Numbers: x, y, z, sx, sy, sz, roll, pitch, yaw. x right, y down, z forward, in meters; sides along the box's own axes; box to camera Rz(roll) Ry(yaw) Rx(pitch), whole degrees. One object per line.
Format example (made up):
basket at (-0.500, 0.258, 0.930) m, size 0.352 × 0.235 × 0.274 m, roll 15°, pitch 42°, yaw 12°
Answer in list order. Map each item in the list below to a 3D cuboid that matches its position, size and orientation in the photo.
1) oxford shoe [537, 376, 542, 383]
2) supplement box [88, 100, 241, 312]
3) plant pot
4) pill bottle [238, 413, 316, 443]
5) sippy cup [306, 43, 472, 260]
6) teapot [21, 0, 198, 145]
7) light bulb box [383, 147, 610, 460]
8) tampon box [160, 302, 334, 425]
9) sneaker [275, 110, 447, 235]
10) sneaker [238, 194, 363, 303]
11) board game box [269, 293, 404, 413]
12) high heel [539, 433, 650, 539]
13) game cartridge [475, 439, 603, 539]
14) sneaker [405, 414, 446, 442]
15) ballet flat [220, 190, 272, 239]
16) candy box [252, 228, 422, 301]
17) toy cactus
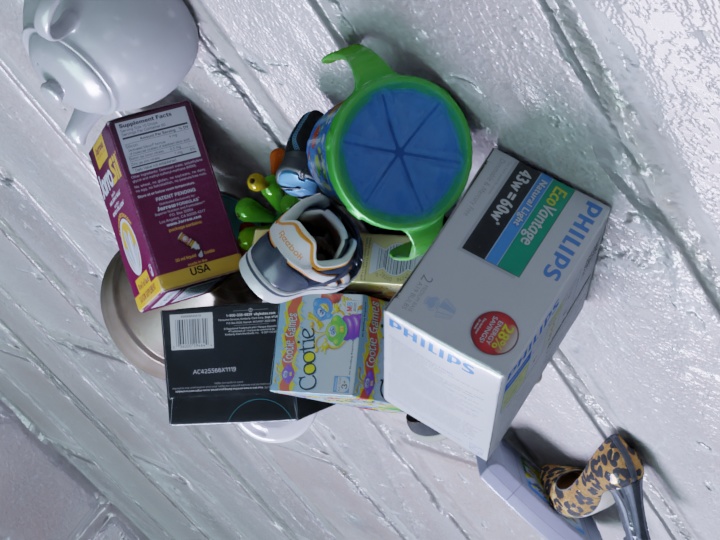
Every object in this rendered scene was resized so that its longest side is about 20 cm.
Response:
oxford shoe at (0.112, 0.085, 1.706) m, size 0.200 × 0.071 × 0.074 m, roll 25°, pitch 166°, yaw 37°
supplement box at (-0.220, -0.070, 1.733) m, size 0.201 × 0.103 × 0.131 m, roll 71°, pitch 159°, yaw 6°
plant pot at (-0.199, 0.017, 1.918) m, size 0.200 × 0.200 × 0.173 m, roll 41°, pitch 141°, yaw -11°
pill bottle at (-0.101, 0.134, 1.932) m, size 0.112 × 0.112 × 0.200 m, roll 40°, pitch -170°, yaw -7°
sippy cup at (0.015, -0.106, 1.398) m, size 0.139 × 0.179 × 0.130 m, roll 14°, pitch 178°, yaw -21°
teapot at (-0.269, -0.229, 1.546) m, size 0.197 × 0.146 × 0.200 m, roll 7°, pitch 143°, yaw 51°
light bulb box at (0.120, 0.034, 1.411) m, size 0.124 × 0.199 × 0.200 m, roll 29°, pitch 156°, yaw 15°
tampon box at (-0.120, 0.100, 1.722) m, size 0.149 × 0.127 × 0.200 m, roll -4°, pitch 179°, yaw 11°
sneaker at (0.014, -0.087, 1.514) m, size 0.199 × 0.082 × 0.073 m, roll 27°, pitch 155°, yaw -30°
sneaker at (-0.032, -0.025, 1.415) m, size 0.079 × 0.200 × 0.079 m, roll -43°, pitch 84°, yaw 24°
board game box at (0.009, 0.089, 1.599) m, size 0.103 × 0.105 × 0.200 m, roll 1°, pitch 171°, yaw 33°
high heel at (0.264, 0.224, 1.797) m, size 0.200 × 0.071 × 0.143 m, roll 27°, pitch 137°, yaw 56°
game cartridge at (0.225, 0.288, 1.900) m, size 0.200 × 0.040 × 0.133 m, roll 41°, pitch -166°, yaw -10°
sneaker at (0.098, 0.138, 1.841) m, size 0.106 × 0.075 × 0.200 m, roll 47°, pitch 148°, yaw -13°
ballet flat at (-0.111, -0.031, 1.821) m, size 0.200 × 0.068 × 0.067 m, roll 31°, pitch 180°, yaw 19°
candy box at (0.000, 0.000, 1.572) m, size 0.199 × 0.056 × 0.115 m, roll 4°, pitch 167°, yaw 27°
toy cactus at (-0.057, -0.051, 1.688) m, size 0.164 × 0.103 × 0.200 m, roll 20°, pitch 157°, yaw -7°
